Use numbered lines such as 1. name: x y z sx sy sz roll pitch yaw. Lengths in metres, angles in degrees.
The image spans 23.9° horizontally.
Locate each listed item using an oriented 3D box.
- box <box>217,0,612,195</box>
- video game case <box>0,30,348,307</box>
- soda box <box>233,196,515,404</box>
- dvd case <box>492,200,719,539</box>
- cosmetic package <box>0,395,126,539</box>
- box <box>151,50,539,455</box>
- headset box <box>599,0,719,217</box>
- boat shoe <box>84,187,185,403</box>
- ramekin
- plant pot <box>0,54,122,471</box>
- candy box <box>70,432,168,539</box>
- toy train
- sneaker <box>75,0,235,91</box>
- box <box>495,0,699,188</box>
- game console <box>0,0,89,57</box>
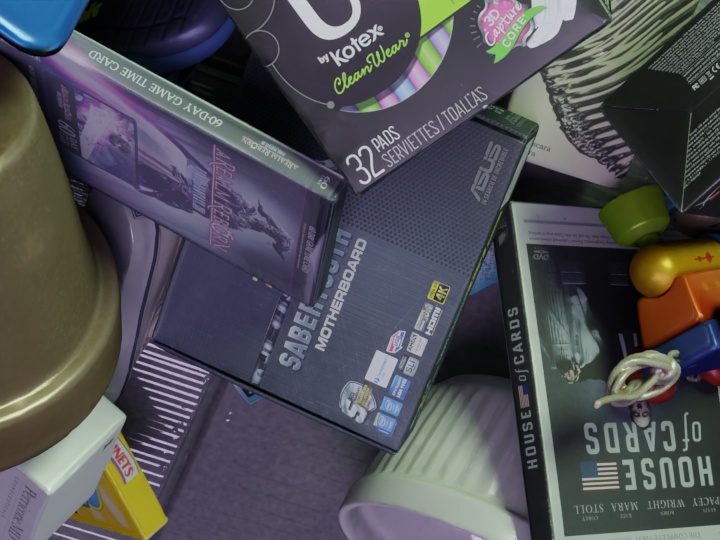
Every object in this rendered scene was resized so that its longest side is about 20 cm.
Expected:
1. box: 0.006 -0.165 0.811 0.148 0.124 0.200 -34 96 14
2. video game case: -0.102 -0.059 0.867 0.200 0.019 0.143 29 158 6
3. soda box: 0.000 0.000 1.019 0.200 0.064 0.068 -26 117 16
4. dvd case: 0.148 0.063 0.971 0.150 0.201 0.025 2 165 -35
5. cosmetic package: -0.241 0.066 0.992 0.200 0.071 0.102 39 142 7
6. box: -0.011 -0.019 0.943 0.157 0.051 0.200 25 108 8
7. headset box: 0.237 -0.099 0.902 0.149 0.200 0.077 -44 70 23
8. boat shoe: -0.136 0.014 1.023 0.070 0.071 0.200 -17 146 -34
9. ramekin: 0.097 0.150 1.042 0.200 0.105 0.200 25 157 11
10. plant pot: -0.217 -0.021 0.862 0.200 0.201 0.175 7 138 -5
11. candy box: -0.195 0.075 1.044 0.102 0.026 0.200 3 126 46
12. toy train: 0.163 0.005 0.919 0.085 0.200 0.116 -35 72 38
13. sneaker: -0.117 -0.113 0.913 0.082 0.074 0.200 41 151 -27
14. box: 0.139 -0.152 0.921 0.082 0.068 0.200 16 120 -2
15. game console: -0.214 -0.198 0.817 0.200 0.171 0.118 36 82 -20
